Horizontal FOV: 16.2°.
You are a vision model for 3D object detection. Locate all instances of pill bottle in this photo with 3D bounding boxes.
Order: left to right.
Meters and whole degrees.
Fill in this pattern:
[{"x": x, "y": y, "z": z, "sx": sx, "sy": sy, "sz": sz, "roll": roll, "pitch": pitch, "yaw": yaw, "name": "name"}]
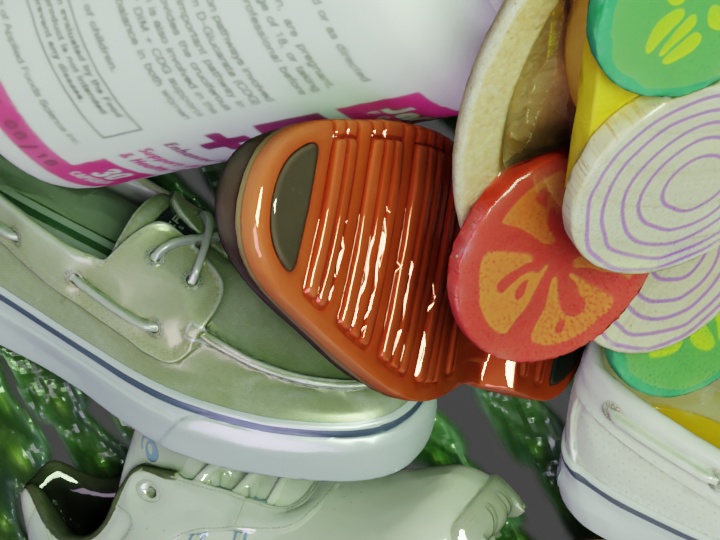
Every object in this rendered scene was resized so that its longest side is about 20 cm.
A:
[{"x": -0.011, "y": -0.092, "z": 0.690, "sx": 0.200, "sy": 0.113, "sz": 0.113, "roll": -10, "pitch": 117, "yaw": 33, "name": "pill bottle"}]

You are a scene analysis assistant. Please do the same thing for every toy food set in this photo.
[{"x": 0.111, "y": -0.045, "z": 0.628, "sx": 0.200, "sy": 0.198, "sz": 0.049, "roll": 92, "pitch": 155, "yaw": -47, "name": "toy food set"}]

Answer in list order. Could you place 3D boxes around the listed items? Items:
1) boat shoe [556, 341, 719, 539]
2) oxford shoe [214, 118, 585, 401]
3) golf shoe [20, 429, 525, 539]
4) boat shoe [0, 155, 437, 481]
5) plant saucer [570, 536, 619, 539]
[{"x": 0.154, "y": 0.064, "z": 0.746, "sx": 0.200, "sy": 0.071, "sz": 0.070, "roll": 20, "pitch": 132, "yaw": 23, "name": "boat shoe"}, {"x": 0.000, "y": 0.000, "z": 0.712, "sx": 0.072, "sy": 0.200, "sz": 0.071, "roll": 10, "pitch": 82, "yaw": 26, "name": "oxford shoe"}, {"x": -0.041, "y": 0.087, "z": 0.860, "sx": 0.200, "sy": 0.078, "sz": 0.097, "roll": -21, "pitch": 104, "yaw": 35, "name": "golf shoe"}, {"x": -0.067, "y": 0.007, "z": 0.817, "sx": 0.200, "sy": 0.072, "sz": 0.062, "roll": 21, "pitch": 132, "yaw": 17, "name": "boat shoe"}, {"x": 0.112, "y": 0.158, "z": 0.846, "sx": 0.200, "sy": 0.035, "sz": 0.200, "roll": 12, "pitch": 128, "yaw": 16, "name": "plant saucer"}]
